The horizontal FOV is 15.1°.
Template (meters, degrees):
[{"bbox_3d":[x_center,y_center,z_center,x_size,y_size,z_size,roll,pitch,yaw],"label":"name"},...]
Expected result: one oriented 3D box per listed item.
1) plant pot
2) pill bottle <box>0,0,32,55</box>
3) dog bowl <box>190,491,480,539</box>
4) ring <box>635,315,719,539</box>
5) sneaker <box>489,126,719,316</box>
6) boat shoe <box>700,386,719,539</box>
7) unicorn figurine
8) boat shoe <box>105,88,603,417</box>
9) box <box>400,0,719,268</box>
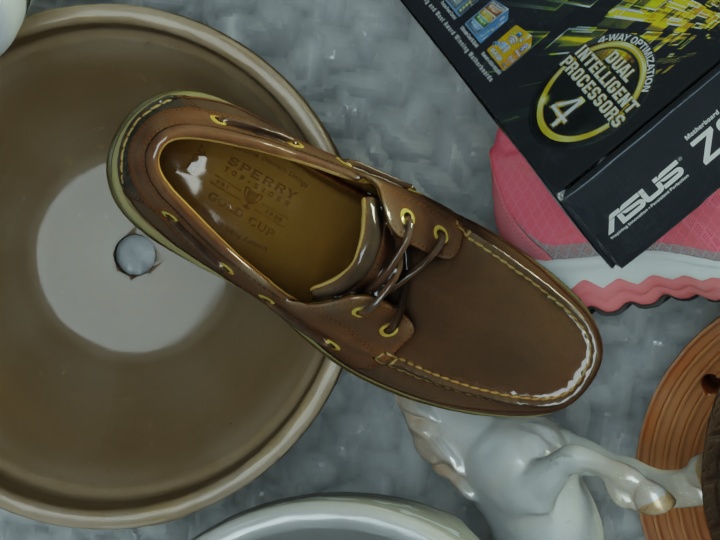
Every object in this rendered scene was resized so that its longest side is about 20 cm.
[{"bbox_3d":[-0.095,-0.004,1.072,0.200,0.093,0.202,0,94,6],"label":"plant pot"},{"bbox_3d":[-0.147,-0.186,1.020,0.114,0.114,0.200,19,65,3],"label":"pill bottle"},{"bbox_3d":[-0.011,0.175,0.988,0.199,0.059,0.201,-2,76,7],"label":"dog bowl"},{"bbox_3d":[0.206,0.089,1.057,0.200,0.019,0.201,9,117,18],"label":"ring"},{"bbox_3d":[0.131,-0.034,1.008,0.200,0.074,0.087,-7,105,31],"label":"sneaker"},{"bbox_3d":[0.175,0.096,1.020,0.075,0.075,0.203,15,128,30],"label":"boat shoe"},{"bbox_3d":[0.079,0.092,1.061,0.137,0.074,0.201,5,108,38],"label":"unicorn figurine"},{"bbox_3d":[0.000,-0.001,0.985,0.200,0.068,0.072,28,90,-9],"label":"boat shoe"},{"bbox_3d":[0.108,-0.110,1.002,0.161,0.200,0.049,-37,126,5],"label":"box"}]
